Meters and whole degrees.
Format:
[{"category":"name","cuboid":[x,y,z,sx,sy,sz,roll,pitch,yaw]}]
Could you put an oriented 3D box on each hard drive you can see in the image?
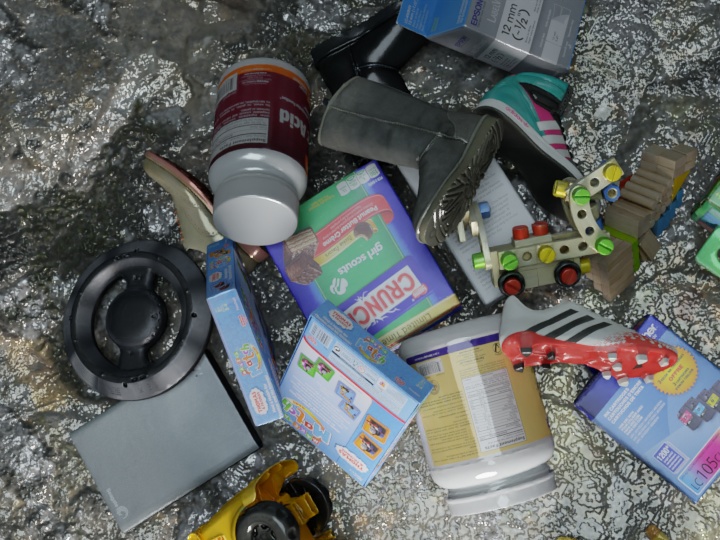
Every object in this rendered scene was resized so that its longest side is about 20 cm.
[{"category":"hard drive","cuboid":[-0.238,0.207,1.277,0.200,0.033,0.140,-33,81,5]}]

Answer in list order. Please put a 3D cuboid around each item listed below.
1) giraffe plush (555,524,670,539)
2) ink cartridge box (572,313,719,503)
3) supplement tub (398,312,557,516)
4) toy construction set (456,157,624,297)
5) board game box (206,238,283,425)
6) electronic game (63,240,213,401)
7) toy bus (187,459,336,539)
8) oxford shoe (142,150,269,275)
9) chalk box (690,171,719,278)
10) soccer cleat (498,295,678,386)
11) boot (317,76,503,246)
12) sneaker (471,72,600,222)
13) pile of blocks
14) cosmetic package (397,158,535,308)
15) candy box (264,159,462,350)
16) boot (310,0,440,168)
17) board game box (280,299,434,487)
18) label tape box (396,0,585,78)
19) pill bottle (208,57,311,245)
[{"category":"giraffe plush","cuboid":[0.286,0.369,1.116,0.199,0.162,0.173,-18,82,7]},{"category":"ink cartridge box","cuboid":[0.334,0.143,1.177,0.200,0.076,0.137,39,91,12]},{"category":"supplement tub","cuboid":[0.133,0.159,1.168,0.145,0.145,0.201,-16,83,7]},{"category":"toy construction set","cuboid":[0.189,-0.047,1.135,0.199,0.092,0.132,-6,108,14]},{"category":"board game box","cuboid":[-0.130,0.061,1.163,0.036,0.200,0.152,-19,108,-3]},{"category":"electronic game","cuboid":[-0.275,0.060,1.285,0.199,0.042,0.201,-4,74,14]},{"category":"toy bus","cuboid":[-0.109,0.351,1.203,0.192,0.136,0.200,-35,83,17]},{"category":"oxford shoe","cuboid":[-0.205,-0.065,1.279,0.200,0.071,0.074,44,95,10]},{"category":"chalk box","cuboid":[0.453,-0.078,1.154,0.124,0.124,0.200,35,90,10]},{"category":"soccer cleat","cuboid":[0.244,0.070,1.118,0.199,0.069,0.085,5,54,-8]},{"category":"boot","cuboid":[0.036,-0.127,1.144,0.199,0.073,0.182,21,61,23]},{"category":"sneaker","cuboid":[0.221,-0.156,1.221,0.200,0.083,0.121,44,56,-20]},{"category":"pile of blocks","cuboid":[0.316,-0.063,1.211,0.062,0.082,0.200,29,82,41]},{"category":"cosmetic package","cuboid":[0.136,-0.067,1.226,0.101,0.071,0.201,-31,82,4]},{"category":"candy box","cuboid":[0.000,0.000,1.238,0.169,0.077,0.201,-31,82,5]},{"category":"boot","cuboid":[0.044,-0.226,1.255,0.198,0.073,0.163,-25,79,13]},{"category":"board game box","cuboid":[-0.016,0.143,1.179,0.151,0.200,0.037,38,49,10]},{"category":"label tape box","cuboid":[0.158,-0.320,1.207,0.199,0.066,0.144,20,76,-14]},{"category":"pill bottle","cuboid":[-0.116,-0.138,1.213,0.114,0.114,0.201,-5,57,8]}]
